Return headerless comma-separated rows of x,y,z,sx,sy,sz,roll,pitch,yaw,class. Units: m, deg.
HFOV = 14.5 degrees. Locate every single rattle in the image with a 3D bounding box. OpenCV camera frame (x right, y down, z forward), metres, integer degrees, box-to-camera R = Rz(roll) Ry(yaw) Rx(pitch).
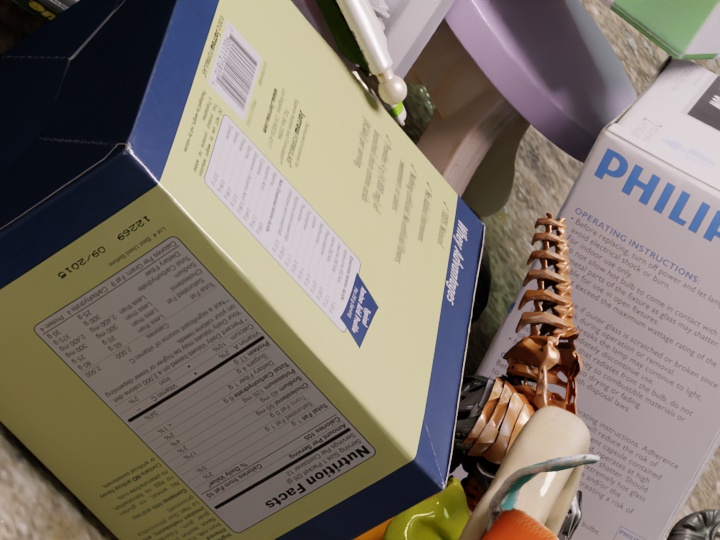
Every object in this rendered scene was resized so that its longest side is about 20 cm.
0.025,0.092,1.179,0.143,0.130,0.200,41,3,12,rattle

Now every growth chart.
-0.014,-0.129,1.319,0.145,0.018,0.200,62,-3,-8,growth chart

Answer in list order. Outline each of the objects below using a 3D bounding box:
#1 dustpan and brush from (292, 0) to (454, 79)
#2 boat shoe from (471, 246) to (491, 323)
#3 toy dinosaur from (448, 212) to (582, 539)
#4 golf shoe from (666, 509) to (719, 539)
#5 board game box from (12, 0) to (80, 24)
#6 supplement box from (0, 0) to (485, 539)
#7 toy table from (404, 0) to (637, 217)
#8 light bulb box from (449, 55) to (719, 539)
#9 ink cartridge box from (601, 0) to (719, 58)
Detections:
-0.053,-0.172,1.445,0.200,0.140,0.057,38,16,14,dustpan and brush
0.000,0.000,1.404,0.200,0.074,0.074,29,64,-53,boat shoe
0.057,0.078,1.322,0.201,0.135,0.102,-58,142,-15,toy dinosaur
0.211,0.190,1.555,0.200,0.088,0.078,38,65,-41,golf shoe
-0.144,-0.173,1.264,0.200,0.023,0.105,35,70,-24,board game box
-0.065,-0.003,1.199,0.200,0.134,0.200,48,28,-23,supplement box
0.055,-0.108,1.542,0.200,0.117,0.184,45,29,-29,toy table
0.151,0.018,1.438,0.124,0.201,0.198,29,21,7,light bulb box
0.129,-0.202,1.476,0.200,0.084,0.145,39,16,13,ink cartridge box
